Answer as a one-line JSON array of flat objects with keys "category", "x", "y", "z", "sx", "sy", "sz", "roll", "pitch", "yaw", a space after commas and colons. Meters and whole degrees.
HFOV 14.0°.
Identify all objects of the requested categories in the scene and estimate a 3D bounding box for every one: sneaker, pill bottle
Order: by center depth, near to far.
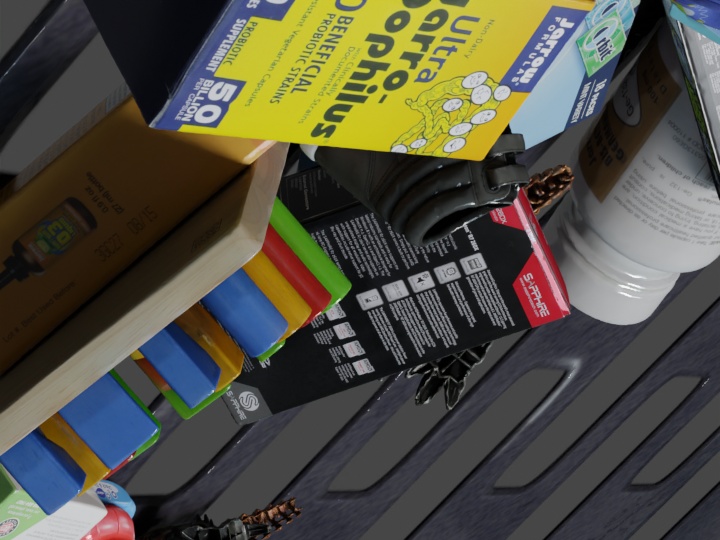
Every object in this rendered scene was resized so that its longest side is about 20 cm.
[{"category": "sneaker", "x": 0.070, "y": -0.093, "z": 1.474, "sx": 0.200, "sy": 0.099, "sz": 0.071, "roll": -43, "pitch": 167, "yaw": 16}, {"category": "pill bottle", "x": 0.194, "y": -0.065, "z": 1.818, "sx": 0.114, "sy": 0.115, "sz": 0.200, "roll": -14, "pitch": 147, "yaw": -44}]

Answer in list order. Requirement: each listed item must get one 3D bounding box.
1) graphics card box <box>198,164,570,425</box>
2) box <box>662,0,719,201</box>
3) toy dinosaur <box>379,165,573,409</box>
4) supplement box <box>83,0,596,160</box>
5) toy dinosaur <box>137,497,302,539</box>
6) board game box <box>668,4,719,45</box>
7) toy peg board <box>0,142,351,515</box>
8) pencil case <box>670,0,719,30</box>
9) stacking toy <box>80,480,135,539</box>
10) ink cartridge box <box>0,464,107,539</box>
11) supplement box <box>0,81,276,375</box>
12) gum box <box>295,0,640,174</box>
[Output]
[{"category": "graphics card box", "x": 0.000, "y": 0.000, "z": 1.588, "sx": 0.199, "sy": 0.051, "sz": 0.126, "roll": -20, "pitch": 130, "yaw": 10}, {"category": "box", "x": 0.264, "y": -0.125, "z": 1.669, "sx": 0.159, "sy": 0.044, "sz": 0.201, "roll": -21, "pitch": 130, "yaw": 2}, {"category": "toy dinosaur", "x": 0.031, "y": 0.000, "z": 1.718, "sx": 0.200, "sy": 0.102, "sz": 0.136, "roll": -56, "pitch": -169, "yaw": 15}, {"category": "supplement box", "x": -0.012, "y": -0.131, "z": 1.340, "sx": 0.199, "sy": 0.110, "sz": 0.109, "roll": 3, "pitch": 135, "yaw": -40}, {"category": "toy dinosaur", "x": -0.120, "y": 0.196, "z": 1.888, "sx": 0.135, "sy": 0.102, "sz": 0.200, "roll": -1, "pitch": -134, "yaw": 53}, {"category": "board game box", "x": 0.242, "y": -0.230, "z": 1.524, "sx": 0.200, "sy": 0.047, "sz": 0.151, "roll": -56, "pitch": 172, "yaw": -24}, {"category": "toy peg board", "x": -0.096, "y": 0.039, "z": 1.455, "sx": 0.200, "sy": 0.098, "sz": 0.199, "roll": -38, "pitch": -166, "yaw": 15}, {"category": "pencil case", "x": 0.211, "y": -0.199, "z": 1.374, "sx": 0.201, "sy": 0.087, "sz": 0.078, "roll": -63, "pitch": 178, "yaw": 4}, {"category": "stacking toy", "x": -0.147, "y": 0.231, "z": 1.757, "sx": 0.110, "sy": 0.200, "sz": 0.116, "roll": -44, "pitch": 156, "yaw": 15}, {"category": "ink cartridge box", "x": -0.254, "y": 0.173, "z": 1.659, "sx": 0.200, "sy": 0.067, "sz": 0.117, "roll": -43, "pitch": 158, "yaw": 9}, {"category": "supplement box", "x": -0.128, "y": -0.037, "z": 1.432, "sx": 0.200, "sy": 0.067, "sz": 0.069, "roll": -40, "pitch": -167, "yaw": 3}, {"category": "gum box", "x": 0.063, "y": -0.113, "z": 1.622, "sx": 0.199, "sy": 0.045, "sz": 0.170, "roll": -26, "pitch": 155, "yaw": -24}]
